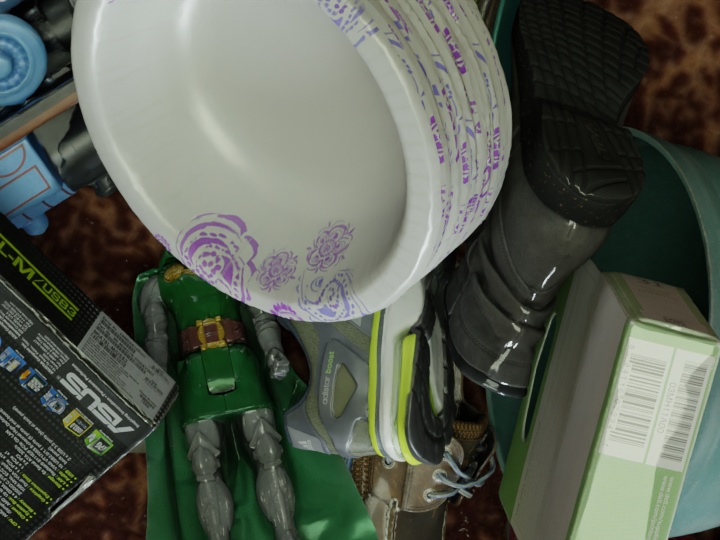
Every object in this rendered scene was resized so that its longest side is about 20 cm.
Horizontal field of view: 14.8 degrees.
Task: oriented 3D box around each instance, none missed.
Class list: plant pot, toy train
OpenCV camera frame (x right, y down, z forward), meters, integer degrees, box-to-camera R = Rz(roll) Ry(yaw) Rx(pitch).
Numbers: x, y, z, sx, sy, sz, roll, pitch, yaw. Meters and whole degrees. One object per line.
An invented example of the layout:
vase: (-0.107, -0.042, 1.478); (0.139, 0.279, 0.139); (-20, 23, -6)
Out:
plant pot: (0.167, 0.038, 1.348); (0.134, 0.200, 0.201); (8, 104, -27)
toy train: (-0.201, -0.055, 1.360); (0.200, 0.087, 0.114); (-31, 110, 6)

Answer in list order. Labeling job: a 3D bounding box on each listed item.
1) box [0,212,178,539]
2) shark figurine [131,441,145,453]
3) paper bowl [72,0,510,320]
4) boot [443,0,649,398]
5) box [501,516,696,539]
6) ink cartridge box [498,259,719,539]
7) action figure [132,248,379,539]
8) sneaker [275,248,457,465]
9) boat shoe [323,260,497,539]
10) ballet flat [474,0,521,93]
box: (-0.221, 0.051, 1.324); (0.200, 0.048, 0.193); (44, 120, -9)
shark figurine: (-0.060, 0.118, 1.401); (0.214, 0.090, 0.128); (30, 99, -10)
paper bowl: (-0.022, -0.086, 1.241); (0.200, 0.104, 0.201); (21, 130, 28)
boot: (0.077, -0.041, 1.298); (0.070, 0.200, 0.132); (23, 123, -6)
box: (0.105, 0.218, 1.420); (0.095, 0.100, 0.200); (13, 102, -5)
ink cartridge box: (0.109, 0.071, 1.260); (0.048, 0.200, 0.146); (13, 102, -4)
action figure: (-0.069, 0.057, 1.362); (0.118, 0.055, 0.200); (-11, 65, -6)
sneaker: (0.000, 0.000, 1.332); (0.081, 0.074, 0.200); (-6, 60, 16)
boat shoe: (0.026, 0.087, 1.378); (0.072, 0.072, 0.200); (-4, 93, 31)
ballet flat: (0.058, -0.154, 1.358); (0.071, 0.069, 0.200); (17, 98, 13)
